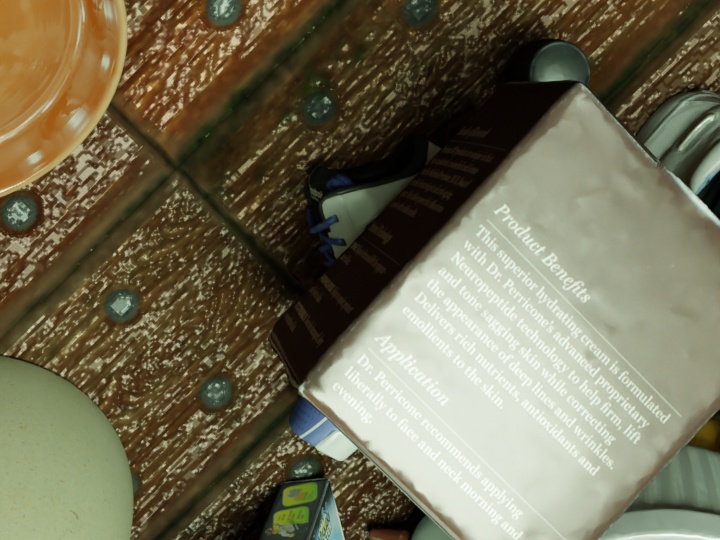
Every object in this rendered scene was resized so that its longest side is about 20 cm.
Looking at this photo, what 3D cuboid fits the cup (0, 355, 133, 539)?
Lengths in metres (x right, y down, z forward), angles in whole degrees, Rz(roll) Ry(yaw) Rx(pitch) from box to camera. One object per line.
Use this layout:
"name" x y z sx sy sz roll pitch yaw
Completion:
"cup" -0.220 0.168 0.843 0.197 0.143 0.203 -5 110 -14

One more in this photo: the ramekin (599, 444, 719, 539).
"ramekin" 0.165 0.191 0.825 0.197 0.105 0.203 3 120 6

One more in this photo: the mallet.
"mallet" 0.122 -0.040 0.894 0.041 0.066 0.203 -11 105 -5

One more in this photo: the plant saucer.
"plant saucer" -0.220 -0.118 0.770 0.198 0.032 0.202 -16 135 -16

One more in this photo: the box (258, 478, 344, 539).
"box" -0.041 0.224 0.882 0.034 0.200 0.111 -7 113 14

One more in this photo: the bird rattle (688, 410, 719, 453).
"bird rattle" 0.194 0.125 0.933 0.113 0.163 0.200 44 79 -5

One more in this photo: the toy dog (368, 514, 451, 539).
"toy dog" 0.066 0.134 0.936 0.095 0.132 0.202 23 95 11

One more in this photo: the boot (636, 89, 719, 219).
"boot" 0.174 -0.016 0.910 0.073 0.096 0.201 29 99 -22

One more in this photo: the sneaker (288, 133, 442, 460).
"sneaker" 0.000 -0.001 0.886 0.115 0.081 0.201 33 94 -16

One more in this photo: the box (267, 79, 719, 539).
"box" 0.080 0.030 0.774 0.166 0.164 0.200 44 89 -10
